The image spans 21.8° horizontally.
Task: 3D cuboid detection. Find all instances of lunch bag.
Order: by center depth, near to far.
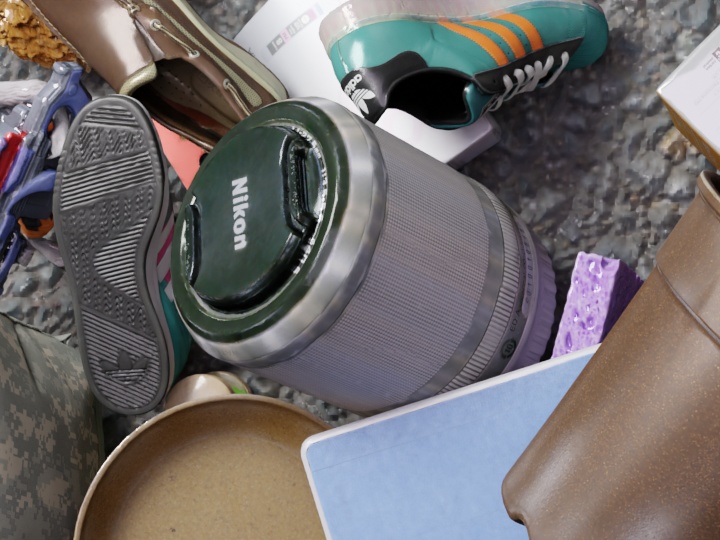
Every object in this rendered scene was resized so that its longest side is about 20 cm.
[{"bbox_3d":[-0.232,0.121,1.136,0.117,0.164,0.201,-2,73,23],"label":"lunch bag"}]

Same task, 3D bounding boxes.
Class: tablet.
[{"bbox_3d":[0.076,0.130,1.075,0.199,0.014,0.131,-18,85,6],"label":"tablet"}]

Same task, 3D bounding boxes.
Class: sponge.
[{"bbox_3d":[0.128,0.093,1.135,0.030,0.112,0.201,14,88,17],"label":"sponge"}]

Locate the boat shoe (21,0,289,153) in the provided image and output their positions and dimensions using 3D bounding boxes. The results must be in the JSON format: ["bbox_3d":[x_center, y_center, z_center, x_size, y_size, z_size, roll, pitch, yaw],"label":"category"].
[{"bbox_3d":[-0.134,-0.137,1.173,0.202,0.075,0.075,32,126,-10],"label":"boat shoe"}]

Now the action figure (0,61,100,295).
[{"bbox_3d":[-0.238,-0.050,1.201,0.104,0.193,0.201,28,92,16],"label":"action figure"}]

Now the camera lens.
[{"bbox_3d":[0.000,0.000,1.108,0.160,0.200,0.161,-23,55,38],"label":"camera lens"}]

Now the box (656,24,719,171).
[{"bbox_3d":[0.282,-0.060,1.105,0.097,0.124,0.200,-44,75,7],"label":"box"}]

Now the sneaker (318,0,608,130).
[{"bbox_3d":[0.073,-0.123,1.149,0.199,0.071,0.080,-7,65,-27],"label":"sneaker"}]

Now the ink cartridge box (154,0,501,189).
[{"bbox_3d":[-0.031,-0.099,1.229,0.200,0.057,0.163,-33,78,4],"label":"ink cartridge box"}]

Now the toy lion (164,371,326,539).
[{"bbox_3d":[-0.087,0.194,1.211,0.191,0.069,0.200,37,94,8],"label":"toy lion"}]

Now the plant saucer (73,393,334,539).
[{"bbox_3d":[-0.079,0.177,1.157,0.199,0.035,0.201,1,86,-12],"label":"plant saucer"}]

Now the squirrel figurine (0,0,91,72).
[{"bbox_3d":[-0.241,-0.226,1.253,0.186,0.141,0.200,-39,74,14],"label":"squirrel figurine"}]

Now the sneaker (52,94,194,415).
[{"bbox_3d":[-0.139,-0.021,1.202,0.083,0.121,0.201,0,105,8],"label":"sneaker"}]

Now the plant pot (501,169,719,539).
[{"bbox_3d":[0.191,0.088,0.964,0.200,0.200,0.198,42,105,14],"label":"plant pot"}]
